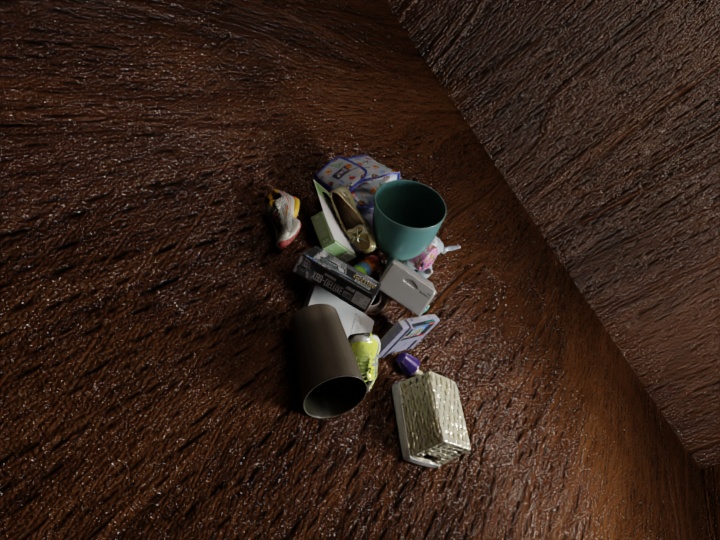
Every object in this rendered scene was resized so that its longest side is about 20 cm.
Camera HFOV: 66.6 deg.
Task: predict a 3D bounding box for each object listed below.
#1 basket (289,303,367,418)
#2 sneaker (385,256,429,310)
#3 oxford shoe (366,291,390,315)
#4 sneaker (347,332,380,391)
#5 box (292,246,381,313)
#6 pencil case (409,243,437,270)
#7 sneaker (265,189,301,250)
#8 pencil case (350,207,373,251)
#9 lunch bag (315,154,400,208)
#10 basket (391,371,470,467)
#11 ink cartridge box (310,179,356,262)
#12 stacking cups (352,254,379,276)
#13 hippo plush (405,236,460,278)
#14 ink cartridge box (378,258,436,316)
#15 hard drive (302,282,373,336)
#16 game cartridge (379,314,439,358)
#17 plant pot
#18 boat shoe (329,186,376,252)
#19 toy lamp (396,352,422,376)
[{"bbox_3d":[-0.078,0.183,1.168,0.135,0.181,0.201,-12,54,-11],"label":"basket"},{"bbox_3d":[0.145,0.040,1.690,0.201,0.077,0.091,60,16,1],"label":"sneaker"},{"bbox_3d":[0.040,0.079,1.488,0.072,0.073,0.200,59,31,6],"label":"oxford shoe"},{"bbox_3d":[0.013,0.209,1.252,0.201,0.075,0.077,77,9,-52],"label":"sneaker"},{"bbox_3d":[-0.051,0.018,1.334,0.199,0.050,0.158,30,13,3],"label":"box"},{"bbox_3d":[0.138,-0.086,1.665,0.200,0.083,0.086,40,70,19],"label":"pencil case"},{"bbox_3d":[-0.202,-0.127,1.363,0.082,0.078,0.201,29,31,-30],"label":"sneaker"},{"bbox_3d":[0.011,-0.141,1.640,0.200,0.090,0.084,-68,155,-52],"label":"pencil case"},{"bbox_3d":[-0.011,-0.264,1.624,0.199,0.125,0.170,-17,37,-32],"label":"lunch bag"},{"bbox_3d":[0.175,0.365,1.358,0.135,0.123,0.201,28,40,-39],"label":"basket"},{"bbox_3d":[-0.086,-0.132,1.503,0.145,0.048,0.201,33,33,-63],"label":"ink cartridge box"},{"bbox_3d":[0.000,0.000,1.529,0.061,0.060,0.200,52,28,-5],"label":"stacking cups"},{"bbox_3d":[0.184,-0.045,1.778,0.199,0.159,0.162,32,64,-22],"label":"hippo plush"},{"bbox_3d":[0.127,0.041,1.528,0.144,0.084,0.200,34,7,1],"label":"ink cartridge box"},{"bbox_3d":[-0.055,0.125,1.343,0.200,0.027,0.132,39,45,-25],"label":"hard drive"},{"bbox_3d":[0.123,0.174,1.460,0.199,0.130,0.038,-3,54,-54],"label":"game cartridge"},{"bbox_3d":[0.123,-0.127,1.534,0.199,0.162,0.201,6,46,-6],"label":"plant pot"},{"bbox_3d":[-0.026,-0.134,1.500,0.201,0.073,0.063,58,22,-4],"label":"boat shoe"},{"bbox_3d":[0.174,0.297,1.486,0.200,0.058,0.058,45,33,-16],"label":"toy lamp"}]
